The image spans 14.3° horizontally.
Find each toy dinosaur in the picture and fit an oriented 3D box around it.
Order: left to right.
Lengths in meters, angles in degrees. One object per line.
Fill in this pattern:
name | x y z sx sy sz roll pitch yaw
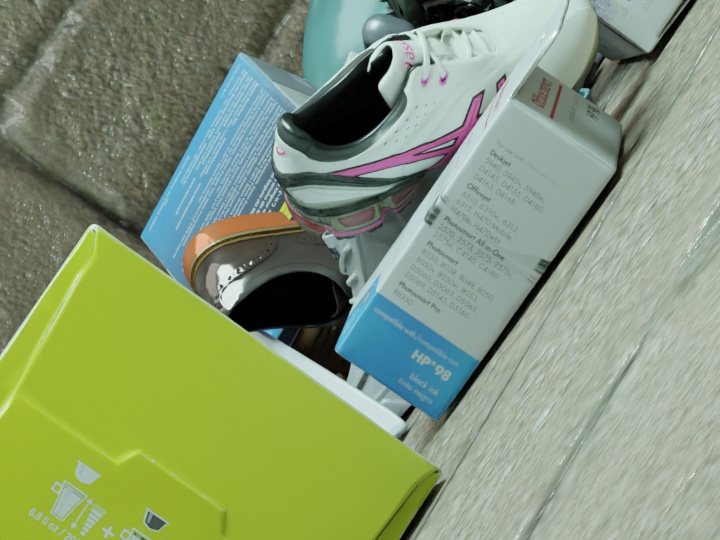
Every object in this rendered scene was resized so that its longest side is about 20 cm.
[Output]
toy dinosaur | 0.065 -0.150 1.702 0.102 0.136 0.200 -30 24 -20

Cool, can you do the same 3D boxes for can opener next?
can opener | 0.026 -0.105 1.666 0.200 0.066 0.053 54 -127 -79

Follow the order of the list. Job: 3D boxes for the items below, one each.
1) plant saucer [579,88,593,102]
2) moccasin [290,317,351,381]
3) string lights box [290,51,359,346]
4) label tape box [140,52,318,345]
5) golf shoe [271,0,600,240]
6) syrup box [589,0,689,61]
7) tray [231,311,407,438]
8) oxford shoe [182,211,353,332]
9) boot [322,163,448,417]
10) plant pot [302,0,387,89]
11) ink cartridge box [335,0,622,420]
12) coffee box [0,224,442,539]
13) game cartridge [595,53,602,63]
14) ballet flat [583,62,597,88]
plant saucer | 0.078 -0.080 1.749 0.070 0.019 0.200 -57 24 -10
moccasin | -0.023 0.075 1.782 0.202 0.073 0.078 -51 19 24
string lights box | 0.001 -0.034 1.905 0.059 0.102 0.201 -104 37 -86
label tape box | -0.050 -0.031 1.817 0.144 0.066 0.200 -60 37 12
golf shoe | 0.043 -0.095 1.526 0.199 0.073 0.092 -34 -30 -9
syrup box | 0.148 -0.177 1.668 0.079 0.081 0.200 -55 2 2
tray | -0.068 0.086 1.623 0.107 0.022 0.200 -34 37 -22
oxford shoe | 0.000 0.000 1.681 0.073 0.199 0.072 -115 15 -48
boot | 0.016 0.009 1.620 0.200 0.095 0.074 -55 3 19
plant pot | 0.049 -0.157 2.057 0.201 0.200 0.162 -52 14 51
ink cartridge box | 0.073 -0.034 1.460 0.201 0.067 0.116 -55 2 16
coffee box | -0.111 0.131 1.354 0.201 0.199 0.198 -56 3 -16
game cartridge | 0.140 -0.148 1.932 0.201 0.040 0.133 -57 0 -13
ballet flat | 0.083 -0.074 1.808 0.201 0.057 0.066 -57 3 -26
